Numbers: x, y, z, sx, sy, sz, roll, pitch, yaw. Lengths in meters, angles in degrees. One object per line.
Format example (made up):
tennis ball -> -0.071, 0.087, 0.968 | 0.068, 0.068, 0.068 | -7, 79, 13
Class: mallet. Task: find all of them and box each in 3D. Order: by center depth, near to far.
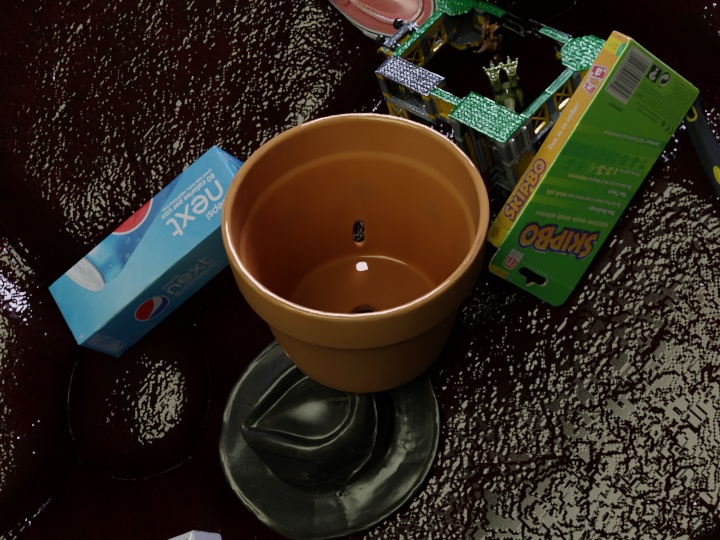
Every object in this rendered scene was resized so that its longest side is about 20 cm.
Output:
mallet -> 0.274, -0.041, 1.192 | 0.066, 0.041, 0.201 | -34, 60, 16

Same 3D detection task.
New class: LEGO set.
LEGO set -> 0.110, -0.128, 1.266 | 0.199, 0.116, 0.154 | 22, 62, 32

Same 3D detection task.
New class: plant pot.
plant pot -> 0.000, 0.000, 1.210 | 0.198, 0.141, 0.201 | -2, 50, 3

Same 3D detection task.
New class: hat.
hat -> -0.041, 0.122, 1.269 | 0.199, 0.081, 0.202 | -6, 75, 24

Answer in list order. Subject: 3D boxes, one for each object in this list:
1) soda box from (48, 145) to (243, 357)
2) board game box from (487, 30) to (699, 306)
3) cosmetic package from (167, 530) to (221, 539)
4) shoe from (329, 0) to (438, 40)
soda box -> -0.171, -0.014, 1.376 | 0.200, 0.064, 0.068 | -39, 64, 11
board game box -> 0.173, -0.073, 1.204 | 0.030, 0.095, 0.201 | 36, 98, 49
cosmetic package -> -0.138, 0.320, 1.281 | 0.082, 0.051, 0.201 | -22, 69, 18
shoe -> -0.018, -0.266, 1.353 | 0.200, 0.091, 0.072 | 41, 96, 28
